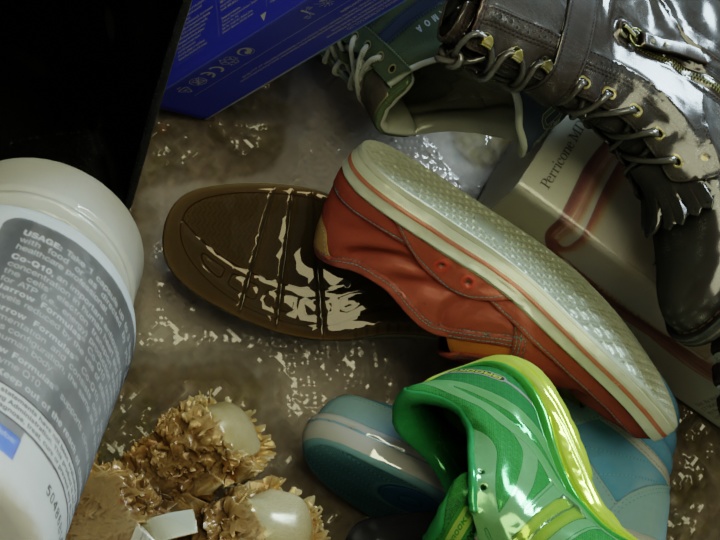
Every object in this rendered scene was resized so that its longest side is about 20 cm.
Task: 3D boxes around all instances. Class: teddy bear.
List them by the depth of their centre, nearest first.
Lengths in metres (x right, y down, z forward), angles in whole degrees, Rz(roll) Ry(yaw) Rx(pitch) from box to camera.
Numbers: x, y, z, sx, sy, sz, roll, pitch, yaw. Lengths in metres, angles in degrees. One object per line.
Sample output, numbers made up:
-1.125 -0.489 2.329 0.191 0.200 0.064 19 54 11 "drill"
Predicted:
-0.113 0.130 0.729 0.145 0.067 0.200 41 64 15 "teddy bear"

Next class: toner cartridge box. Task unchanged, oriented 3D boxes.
-0.034 -0.153 0.790 0.043 0.200 0.095 12 66 -41 "toner cartridge box"

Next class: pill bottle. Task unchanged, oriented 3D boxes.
-0.157 0.044 0.685 0.114 0.114 0.200 26 34 -10 "pill bottle"

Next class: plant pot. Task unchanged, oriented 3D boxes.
-0.200 -0.144 0.739 0.199 0.200 0.178 -4 61 -21 "plant pot"

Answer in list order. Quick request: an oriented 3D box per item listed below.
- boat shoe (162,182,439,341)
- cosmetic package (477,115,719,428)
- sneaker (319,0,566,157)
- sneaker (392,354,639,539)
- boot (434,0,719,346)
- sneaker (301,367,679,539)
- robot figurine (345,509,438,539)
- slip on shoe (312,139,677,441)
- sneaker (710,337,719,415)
0.000 0.000 0.825 0.199 0.065 0.072 8 89 -9 "boat shoe"
0.165 -0.009 0.874 0.200 0.087 0.104 33 65 -6 "cosmetic package"
0.016 -0.113 0.834 0.200 0.067 0.090 16 63 16 "sneaker"
0.069 0.118 0.683 0.083 0.074 0.200 -5 41 -26 "sneaker"
0.106 -0.076 0.765 0.174 0.069 0.201 18 64 -29 "boot"
0.071 0.072 0.818 0.200 0.079 0.131 25 66 -21 "sneaker"
0.034 0.197 0.730 0.199 0.151 0.125 -7 37 -22 "robot figurine"
0.064 0.019 0.774 0.200 0.061 0.074 35 21 -10 "slip on shoe"
0.235 0.004 0.806 0.115 0.076 0.201 12 67 -20 "sneaker"
